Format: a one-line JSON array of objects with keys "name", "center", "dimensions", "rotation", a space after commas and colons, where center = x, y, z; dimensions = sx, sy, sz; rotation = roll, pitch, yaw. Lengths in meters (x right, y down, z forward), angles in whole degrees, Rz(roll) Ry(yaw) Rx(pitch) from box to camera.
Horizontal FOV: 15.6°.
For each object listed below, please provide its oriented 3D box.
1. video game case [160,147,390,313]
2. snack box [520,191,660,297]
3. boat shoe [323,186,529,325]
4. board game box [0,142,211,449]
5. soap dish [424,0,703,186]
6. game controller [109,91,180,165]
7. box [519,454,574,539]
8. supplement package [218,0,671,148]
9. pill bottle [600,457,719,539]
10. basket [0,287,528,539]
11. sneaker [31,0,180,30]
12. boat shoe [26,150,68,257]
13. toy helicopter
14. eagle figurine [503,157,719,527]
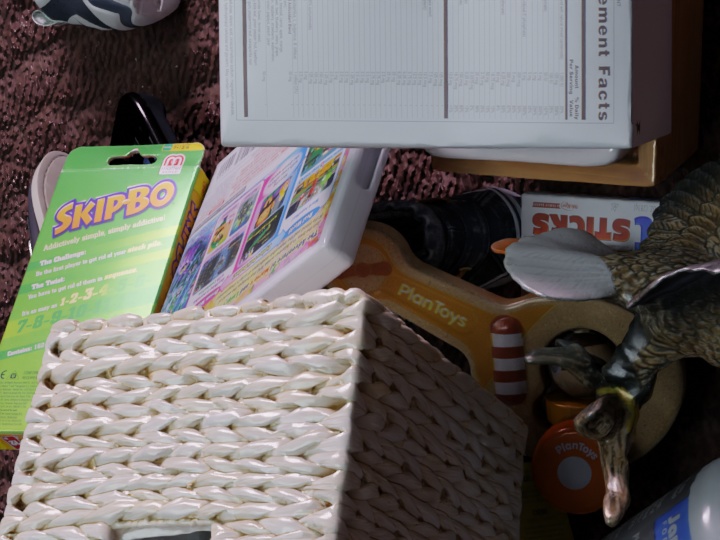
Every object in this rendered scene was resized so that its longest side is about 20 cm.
[{"name": "video game case", "center": [-0.044, -0.032, 1.422], "dimensions": [0.200, 0.024, 0.182], "rotation": [-37, 27, 45]}, {"name": "snack box", "center": [0.163, 0.000, 1.349], "dimensions": [0.200, 0.024, 0.072], "rotation": [5, 97, 45]}, {"name": "boat shoe", "center": [0.000, 0.000, 1.467], "dimensions": [0.200, 0.091, 0.071], "rotation": [-26, 73, 43]}, {"name": "board game box", "center": [-0.151, 0.013, 1.511], "dimensions": [0.095, 0.030, 0.201], "rotation": [0, 58, 24]}, {"name": "soap dish", "center": [0.107, -0.147, 1.360], "dimensions": [0.157, 0.081, 0.201], "rotation": [6, 96, 45]}, {"name": "game controller", "center": [-0.104, -0.012, 1.592], "dimensions": [0.200, 0.042, 0.104], "rotation": [61, 164, 24]}, {"name": "box", "center": [0.088, 0.198, 1.415], "dimensions": [0.075, 0.050, 0.201], "rotation": [-26, 74, 42]}, {"name": "supplement package", "center": [0.043, -0.115, 1.252], "dimensions": [0.199, 0.110, 0.114], "rotation": [2, 97, 16]}, {"name": "pill bottle", "center": [0.176, 0.159, 1.279], "dimensions": [0.200, 0.114, 0.114], "rotation": [-42, 63, 38]}, {"name": "basket", "center": [-0.044, 0.120, 1.258], "dimensions": [0.198, 0.200, 0.161], "rotation": [-6, 66, 29]}, {"name": "sneaker", "center": [-0.187, -0.245, 1.654], "dimensions": [0.129, 0.079, 0.200], "rotation": [-9, 96, 37]}, {"name": "boat shoe", "center": [-0.185, 0.000, 1.618], "dimensions": [0.063, 0.073, 0.200], "rotation": [-48, 31, 24]}, {"name": "toy helicopter", "center": [0.075, 0.024, 1.346], "dimensions": [0.199, 0.079, 0.133], "rotation": [27, 112, 7]}, {"name": "eagle figurine", "center": [0.183, 0.009, 1.218], "dimensions": [0.200, 0.151, 0.152], "rotation": [-42, 57, 28]}]
